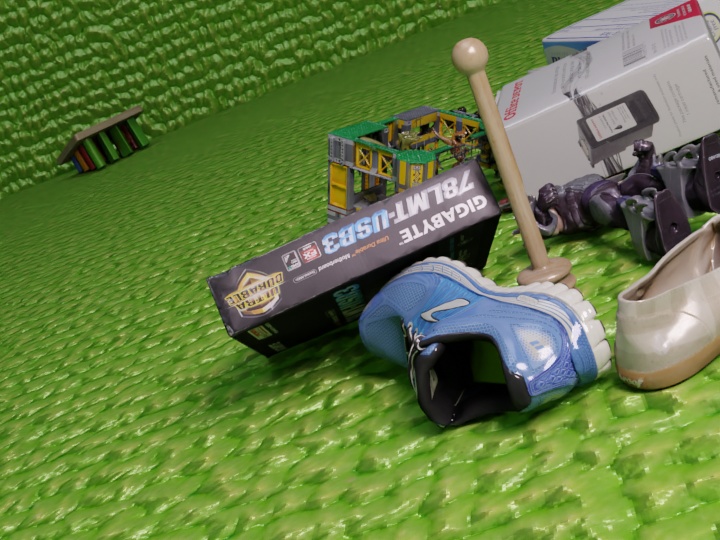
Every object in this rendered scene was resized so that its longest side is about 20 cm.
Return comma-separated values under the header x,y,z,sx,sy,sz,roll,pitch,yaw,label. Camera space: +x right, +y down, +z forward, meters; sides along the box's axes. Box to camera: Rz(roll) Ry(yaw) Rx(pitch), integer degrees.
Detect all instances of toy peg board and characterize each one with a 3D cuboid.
x,y,z,sx,sy,sz,roll,pitch,yaw,label
-0.653,-0.314,2.806,0.200,0.098,0.199,-32,3,-31,toy peg board

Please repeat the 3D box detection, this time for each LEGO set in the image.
x,y,z,sx,sy,sz,roll,pitch,yaw,label
0.058,-0.083,1.073,0.153,0.116,0.200,16,28,29,LEGO set

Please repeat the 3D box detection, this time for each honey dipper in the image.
x,y,z,sx,sy,sz,roll,pitch,yaw,label
0.097,-0.049,0.686,0.038,0.201,0.038,-21,15,6,honey dipper

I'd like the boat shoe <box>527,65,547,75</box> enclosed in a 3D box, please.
x,y,z,sx,sy,sz,roll,pitch,yaw,label
0.298,-0.253,1.315,0.199,0.066,0.072,-20,16,10,boat shoe

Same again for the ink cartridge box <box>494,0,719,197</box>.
x,y,z,sx,sy,sz,roll,pitch,yaw,label
0.224,-0.150,0.974,0.199,0.084,0.145,-23,19,22,ink cartridge box

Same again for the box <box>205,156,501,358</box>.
x,y,z,sx,sy,sz,roll,pitch,yaw,label
0.000,0.000,0.802,0.198,0.050,0.200,-25,-10,-2,box

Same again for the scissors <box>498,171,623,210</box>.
x,y,z,sx,sy,sz,roll,pitch,yaw,label
0.146,-0.065,1.008,0.199,0.014,0.073,-21,17,0,scissors

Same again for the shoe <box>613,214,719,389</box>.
x,y,z,sx,sy,sz,roll,pitch,yaw,label
0.220,-0.002,0.634,0.200,0.054,0.070,-31,18,-28,shoe

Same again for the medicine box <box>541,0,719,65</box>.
x,y,z,sx,sy,sz,roll,pitch,yaw,label
0.326,-0.237,1.158,0.199,0.103,0.182,-26,16,-9,medicine box

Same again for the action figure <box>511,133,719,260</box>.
x,y,z,sx,sy,sz,roll,pitch,yaw,label
0.193,-0.056,0.824,0.130,0.070,0.200,-33,15,-16,action figure

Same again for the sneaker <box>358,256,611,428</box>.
x,y,z,sx,sy,sz,roll,pitch,yaw,label
0.053,0.044,0.668,0.089,0.079,0.200,-29,17,-29,sneaker
